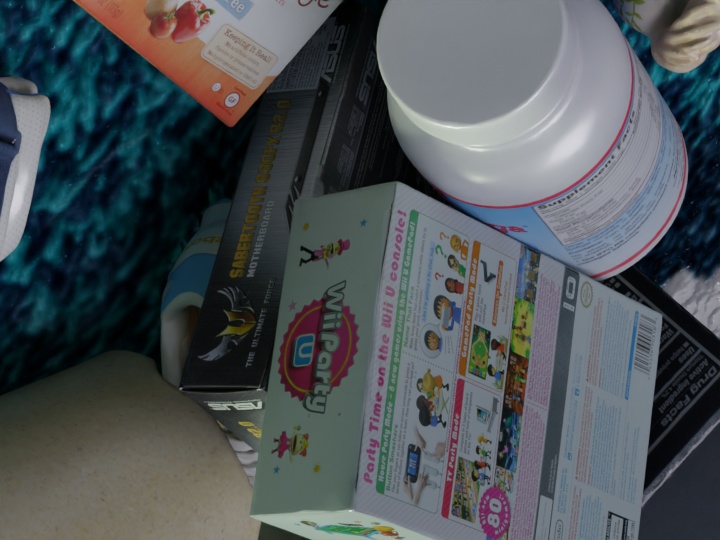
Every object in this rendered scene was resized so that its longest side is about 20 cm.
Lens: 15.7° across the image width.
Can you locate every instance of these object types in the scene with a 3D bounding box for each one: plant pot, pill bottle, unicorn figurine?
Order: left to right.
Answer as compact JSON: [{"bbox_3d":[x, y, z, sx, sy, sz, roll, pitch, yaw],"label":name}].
[{"bbox_3d":[-0.153,0.133,1.199,0.183,0.200,0.201,-31,136,-31],"label":"plant pot"},{"bbox_3d":[0.076,-0.070,1.164,0.109,0.109,0.200,-47,155,1],"label":"pill bottle"},{"bbox_3d":[0.132,-0.160,1.185,0.074,0.200,0.138,20,123,-12],"label":"unicorn figurine"}]

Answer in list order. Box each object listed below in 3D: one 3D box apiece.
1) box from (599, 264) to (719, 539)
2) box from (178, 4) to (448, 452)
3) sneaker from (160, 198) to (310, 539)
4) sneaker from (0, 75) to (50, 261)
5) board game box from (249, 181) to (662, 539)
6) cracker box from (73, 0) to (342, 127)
[{"bbox_3d":[0.102,0.095,1.343,0.200,0.198,0.123,-48,137,3],"label":"box"},{"bbox_3d":[0.000,0.000,1.226,0.158,0.048,0.200,42,55,-48],"label":"box"},{"bbox_3d":[-0.058,0.067,1.269,0.081,0.076,0.200,-59,145,-47],"label":"sneaker"},{"bbox_3d":[-0.197,-0.081,1.087,0.146,0.080,0.201,-32,118,-52],"label":"sneaker"},{"bbox_3d":[0.048,0.063,1.171,0.200,0.064,0.148,26,65,-45],"label":"board game box"},{"bbox_3d":[-0.041,-0.178,1.132,0.200,0.058,0.134,-50,138,3],"label":"cracker box"}]
